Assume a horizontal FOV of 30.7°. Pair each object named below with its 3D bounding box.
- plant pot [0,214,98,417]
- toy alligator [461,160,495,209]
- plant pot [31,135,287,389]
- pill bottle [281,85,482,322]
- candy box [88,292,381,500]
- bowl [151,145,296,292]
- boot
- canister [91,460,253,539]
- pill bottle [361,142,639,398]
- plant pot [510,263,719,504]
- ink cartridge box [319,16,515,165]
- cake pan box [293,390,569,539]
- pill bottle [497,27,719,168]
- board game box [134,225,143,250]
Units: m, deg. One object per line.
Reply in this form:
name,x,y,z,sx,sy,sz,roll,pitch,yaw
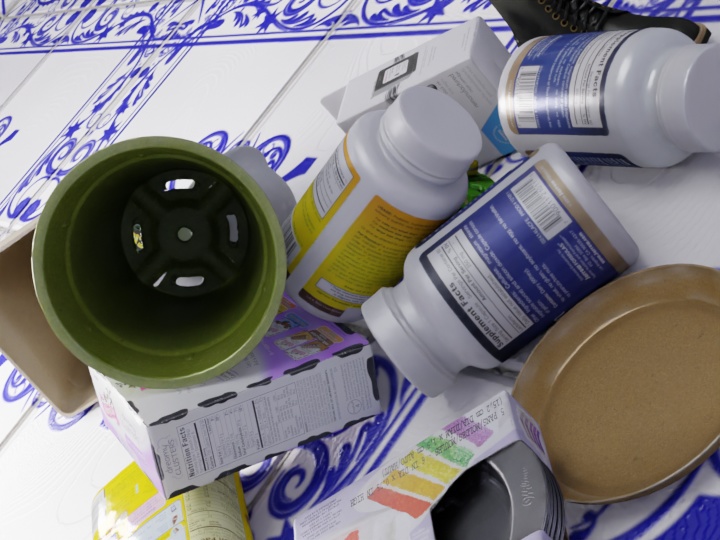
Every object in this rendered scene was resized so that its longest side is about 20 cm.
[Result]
plant pot,-0.296,0.002,1.450,0.199,0.200,0.177,-31,22,22
toy alligator,0.103,-0.069,1.179,0.200,0.054,0.060,-150,59,-60
plant pot,-0.159,-0.018,1.117,0.200,0.200,0.190,-42,7,4
pill bottle,0.014,-0.054,1.074,0.200,0.109,0.109,-51,20,39
candy box,-0.110,0.097,1.117,0.199,0.072,0.168,-20,24,-22
bowl,-0.118,-0.015,1.295,0.090,0.201,0.201,29,70,17
boot,0.197,-0.227,1.172,0.200,0.138,0.078,-1,50,49
canister,-0.154,0.234,1.081,0.148,0.087,0.200,-39,29,8
pill bottle,0.105,0.003,1.019,0.200,0.116,0.116,-38,30,11
plant pot,0.191,0.081,0.908,0.200,0.027,0.200,-32,32,23
ink cartridge box,0.061,-0.146,1.261,0.200,0.116,0.067,-22,37,34
cake pan box,0.048,0.193,0.852,0.200,0.052,0.185,-33,34,19
pill bottle,0.215,-0.140,1.069,0.200,0.111,0.111,10,59,55
board game box,-0.194,-0.044,1.361,0.105,0.200,0.024,24,102,18
